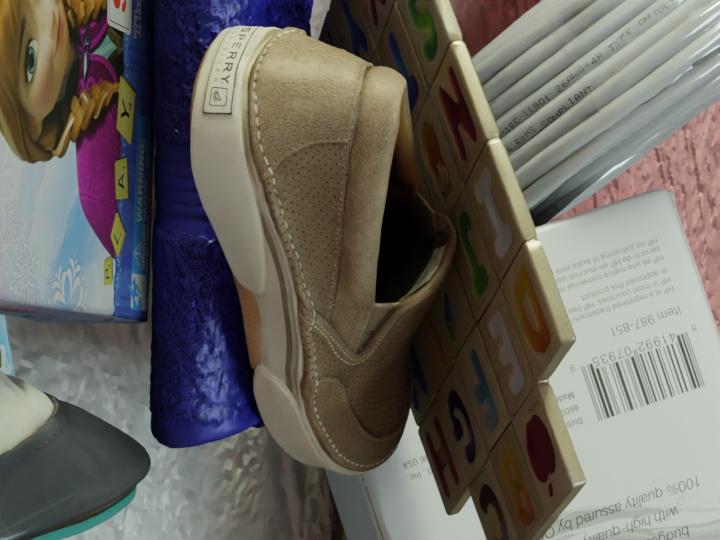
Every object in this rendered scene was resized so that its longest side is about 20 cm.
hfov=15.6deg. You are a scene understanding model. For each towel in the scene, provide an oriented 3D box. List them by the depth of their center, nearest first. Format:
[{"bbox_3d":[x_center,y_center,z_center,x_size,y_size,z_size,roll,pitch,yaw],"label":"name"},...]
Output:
[{"bbox_3d":[-0.040,-0.052,0.874,0.148,0.049,0.201,-88,180,-78],"label":"towel"}]

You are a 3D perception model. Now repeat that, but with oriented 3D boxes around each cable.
[{"bbox_3d":[0.106,-0.085,1.023,0.069,0.200,0.200,54,22,3],"label":"cable"}]

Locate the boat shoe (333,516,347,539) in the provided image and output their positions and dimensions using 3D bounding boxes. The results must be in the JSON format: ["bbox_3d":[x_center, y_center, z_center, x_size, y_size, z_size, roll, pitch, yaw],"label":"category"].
[{"bbox_3d":[0.029,0.077,1.053,0.071,0.064,0.201,-13,108,-55],"label":"boat shoe"}]

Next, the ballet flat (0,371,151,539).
[{"bbox_3d":[-0.133,0.058,0.730,0.200,0.073,0.073,-22,116,-47],"label":"ballet flat"}]

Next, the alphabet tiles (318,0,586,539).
[{"bbox_3d":[0.025,-0.007,0.851,0.006,0.166,0.200,-14,71,-16],"label":"alphabet tiles"}]

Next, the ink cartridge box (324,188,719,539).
[{"bbox_3d":[0.071,0.089,0.976,0.145,0.084,0.200,-17,86,-12],"label":"ink cartridge box"}]

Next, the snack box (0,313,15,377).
[{"bbox_3d":[-0.157,0.004,0.775,0.116,0.037,0.201,-33,124,-51],"label":"snack box"}]

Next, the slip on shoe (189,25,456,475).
[{"bbox_3d":[0.000,0.000,0.821,0.200,0.060,0.076,75,25,-49],"label":"slip on shoe"}]

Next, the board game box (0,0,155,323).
[{"bbox_3d":[-0.105,-0.088,0.749,0.199,0.041,0.201,12,79,-76],"label":"board game box"}]
